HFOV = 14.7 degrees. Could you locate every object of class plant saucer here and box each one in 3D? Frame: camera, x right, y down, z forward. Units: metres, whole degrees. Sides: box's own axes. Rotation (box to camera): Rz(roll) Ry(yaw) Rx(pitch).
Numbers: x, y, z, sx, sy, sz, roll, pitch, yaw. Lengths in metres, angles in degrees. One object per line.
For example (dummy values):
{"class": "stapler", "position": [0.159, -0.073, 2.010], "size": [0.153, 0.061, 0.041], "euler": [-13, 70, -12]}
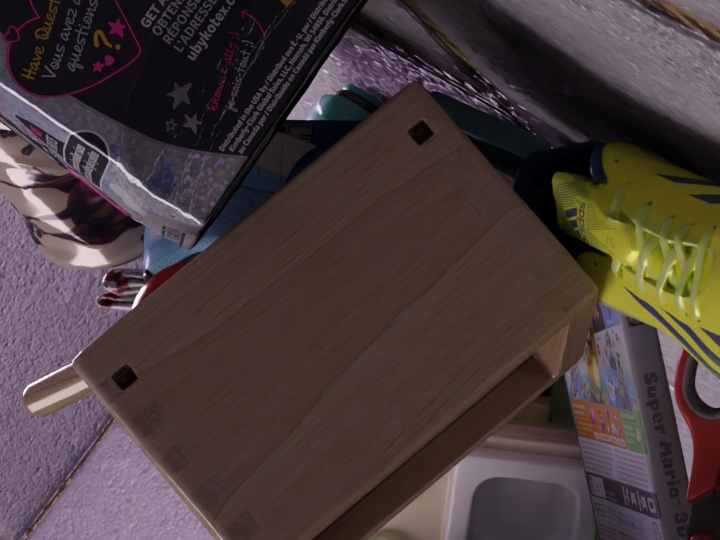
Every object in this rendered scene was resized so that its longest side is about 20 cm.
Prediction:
{"class": "plant saucer", "position": [0.013, -0.034, 1.227], "size": [0.070, 0.019, 0.200], "euler": [22, 158, -19]}

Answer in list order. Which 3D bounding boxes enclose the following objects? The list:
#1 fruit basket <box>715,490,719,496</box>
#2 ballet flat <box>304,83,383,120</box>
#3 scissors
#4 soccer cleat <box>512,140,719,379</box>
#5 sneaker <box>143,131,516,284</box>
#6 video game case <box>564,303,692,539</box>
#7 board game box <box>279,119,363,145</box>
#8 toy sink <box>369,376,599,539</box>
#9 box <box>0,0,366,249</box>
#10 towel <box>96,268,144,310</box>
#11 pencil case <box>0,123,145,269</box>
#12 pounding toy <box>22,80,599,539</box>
{"class": "fruit basket", "position": [0.209, 0.195, 1.265], "size": [0.216, 0.155, 0.216], "euler": [55, 157, 37]}
{"class": "ballet flat", "position": [-0.009, -0.047, 1.475], "size": [0.067, 0.070, 0.200], "euler": [36, 176, 8]}
{"class": "scissors", "position": [0.135, 0.094, 1.116], "size": [0.073, 0.200, 0.014], "euler": [31, -156, 14]}
{"class": "soccer cleat", "position": [0.106, -0.006, 0.953], "size": [0.084, 0.065, 0.200], "euler": [24, -178, -17]}
{"class": "sneaker", "position": [0.000, 0.000, 1.170], "size": [0.200, 0.090, 0.078], "euler": [8, 156, 21]}
{"class": "video game case", "position": [0.113, 0.065, 1.202], "size": [0.143, 0.018, 0.200], "euler": [-179, 77, -83]}
{"class": "board game box", "position": [0.006, -0.021, 1.363], "size": [0.135, 0.035, 0.200], "euler": [2, 161, 14]}
{"class": "toy sink", "position": [0.060, 0.105, 1.340], "size": [0.130, 0.112, 0.200], "euler": [6, -153, 1]}
{"class": "box", "position": [-0.073, -0.092, 1.041], "size": [0.115, 0.132, 0.200], "euler": [35, 176, -2]}
{"class": "towel", "position": [-0.011, 0.017, 1.288], "size": [0.200, 0.023, 0.144], "euler": [7, 180, 5]}
{"class": "pencil case", "position": [-0.143, -0.091, 1.209], "size": [0.078, 0.089, 0.200], "euler": [-85, -29, -50]}
{"class": "pounding toy", "position": [-0.029, 0.030, 1.055], "size": [0.142, 0.184, 0.200], "euler": [50, 175, 9]}
